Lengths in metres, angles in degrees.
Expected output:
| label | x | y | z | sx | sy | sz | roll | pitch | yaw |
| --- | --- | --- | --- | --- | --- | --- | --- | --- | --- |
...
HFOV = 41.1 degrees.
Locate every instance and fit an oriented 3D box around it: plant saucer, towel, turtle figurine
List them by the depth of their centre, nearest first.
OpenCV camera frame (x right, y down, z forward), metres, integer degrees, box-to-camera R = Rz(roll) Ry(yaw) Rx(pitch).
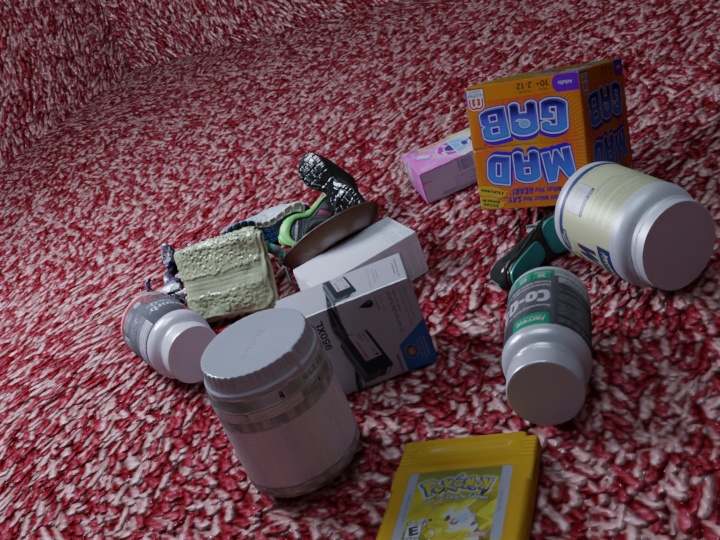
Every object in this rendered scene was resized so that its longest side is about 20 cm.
| label | x | y | z | sx | sy | sz | roll | pitch | yaw |
| --- | --- | --- | --- | --- | --- | --- | --- | --- | --- |
| towel | -0.235 | 0.011 | 1.677 | 0.197 | 0.151 | 0.036 | -12 | 6 | 29 |
| plant saucer | -0.045 | -0.050 | 1.685 | 0.198 | 0.037 | 0.201 | -32 | -11 | -7 |
| turtle figurine | -0.205 | -0.015 | 1.776 | 0.148 | 0.102 | 0.199 | -32 | 22 | -18 |

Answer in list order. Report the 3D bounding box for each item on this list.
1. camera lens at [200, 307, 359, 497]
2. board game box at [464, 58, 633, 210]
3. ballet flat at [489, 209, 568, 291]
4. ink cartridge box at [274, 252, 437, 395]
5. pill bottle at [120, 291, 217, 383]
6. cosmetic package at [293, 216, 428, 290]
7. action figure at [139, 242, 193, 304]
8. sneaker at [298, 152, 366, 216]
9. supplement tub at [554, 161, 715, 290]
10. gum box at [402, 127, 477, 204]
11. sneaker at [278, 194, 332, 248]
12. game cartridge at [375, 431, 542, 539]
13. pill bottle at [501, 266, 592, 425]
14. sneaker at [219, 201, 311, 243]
| label | x | y | z | sx | sy | sz | roll | pitch | yaw |
| --- | --- | --- | --- | --- | --- | --- | --- | --- | --- |
| camera lens | -0.100 | 0.171 | 1.219 | 0.157 | 0.202 | 0.161 | -18 | 26 | 9 |
| board game box | 0.313 | -0.224 | 1.575 | 0.197 | 0.204 | 0.199 | -1 | 15 | 35 |
| ballet flat | 0.270 | -0.040 | 1.480 | 0.199 | 0.069 | 0.068 | -36 | 21 | -26 |
| ink cartridge box | -0.007 | 0.087 | 1.368 | 0.197 | 0.146 | 0.085 | -21 | 26 | 3 |
| pill bottle | -0.314 | 0.112 | 1.595 | 0.115 | 0.117 | 0.199 | -34 | 29 | -23 |
| cosmetic package | 0.000 | 0.000 | 1.600 | 0.198 | 0.082 | 0.113 | -30 | 27 | -13 |
| action figure | -0.362 | 0.018 | 1.864 | 0.128 | 0.070 | 0.201 | -14 | 30 | 6 |
| sneaker | -0.031 | -0.149 | 1.827 | 0.076 | 0.201 | 0.090 | -45 | -19 | 26 |
| supplement tub | 0.381 | -0.063 | 1.343 | 0.143 | 0.147 | 0.200 | -28 | 27 | -12 |
| gum box | 0.193 | -0.215 | 1.859 | 0.197 | 0.067 | 0.114 | -24 | 28 | -4 |
| sneaker | -0.074 | -0.085 | 1.845 | 0.083 | 0.077 | 0.199 | 35 | 46 | 19 |
| game cartridge | 0.110 | 0.261 | 1.081 | 0.173 | 0.033 | 0.201 | -11 | 30 | 23 |
| pill bottle | 0.235 | 0.092 | 1.203 | 0.111 | 0.115 | 0.201 | -13 | 28 | 19 |
| sneaker | -0.195 | -0.084 | 1.935 | 0.197 | 0.076 | 0.087 | -21 | 17 | -12 |
